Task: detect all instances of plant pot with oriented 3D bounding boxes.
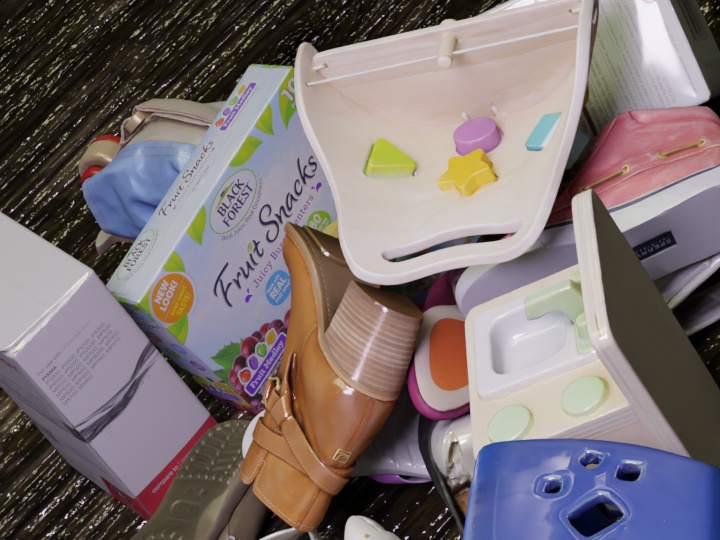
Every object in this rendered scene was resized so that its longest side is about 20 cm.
[{"bbox_3d":[0.166,0.212,1.437,0.179,0.200,0.201,-11,43,22],"label":"plant pot"}]

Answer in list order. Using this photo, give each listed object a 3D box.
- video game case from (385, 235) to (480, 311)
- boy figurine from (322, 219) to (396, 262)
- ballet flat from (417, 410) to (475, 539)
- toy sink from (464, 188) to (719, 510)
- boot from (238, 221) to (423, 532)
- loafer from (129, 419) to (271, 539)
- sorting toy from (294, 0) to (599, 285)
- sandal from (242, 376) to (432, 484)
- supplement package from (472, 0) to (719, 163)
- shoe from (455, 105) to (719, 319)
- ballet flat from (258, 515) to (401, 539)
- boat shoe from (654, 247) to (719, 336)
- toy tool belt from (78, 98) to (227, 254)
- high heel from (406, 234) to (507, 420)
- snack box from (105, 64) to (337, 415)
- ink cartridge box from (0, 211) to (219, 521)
[{"bbox_3d":[0.064,-0.033,1.918,0.142,0.017,0.201,-24,39,16],"label":"video game case"},{"bbox_3d":[0.000,0.000,1.852,0.201,0.064,0.124,-68,10,-23],"label":"boy figurine"},{"bbox_3d":[0.083,0.132,1.657,0.068,0.069,0.201,-20,50,-4],"label":"ballet flat"},{"bbox_3d":[0.131,0.076,1.599,0.111,0.200,0.131,-22,40,17],"label":"toy sink"},{"bbox_3d":[-0.030,0.064,1.725,0.156,0.076,0.200,-65,29,13],"label":"boot"},{"bbox_3d":[-0.110,0.191,1.777,0.076,0.068,0.200,11,57,47],"label":"loafer"},{"bbox_3d":[0.060,-0.068,1.682,0.199,0.107,0.181,-11,42,19],"label":"sorting toy"},{"bbox_3d":[0.026,0.109,1.763,0.201,0.050,0.083,-2,53,10],"label":"sandal"},{"bbox_3d":[0.130,-0.128,1.820,0.199,0.118,0.117,-24,1,17],"label":"supplement package"},{"bbox_3d":[0.147,-0.033,1.700,0.199,0.072,0.091,-23,41,4],"label":"shoe"},{"bbox_3d":[-0.022,0.190,1.686,0.199,0.069,0.072,-9,67,21],"label":"ballet flat"},{"bbox_3d":[0.262,-0.016,1.711,0.199,0.074,0.066,-33,47,16],"label":"boat shoe"},{"bbox_3d":[-0.149,-0.058,2.029,0.199,0.125,0.123,-6,38,35],"label":"toy tool belt"},{"bbox_3d":[0.057,0.058,1.737,0.096,0.067,0.200,-61,-2,35],"label":"high heel"},{"bbox_3d":[-0.071,-0.022,1.892,0.053,0.142,0.201,10,63,51],"label":"snack box"},{"bbox_3d":[-0.191,0.068,1.861,0.083,0.200,0.147,-46,38,-13],"label":"ink cartridge box"}]
